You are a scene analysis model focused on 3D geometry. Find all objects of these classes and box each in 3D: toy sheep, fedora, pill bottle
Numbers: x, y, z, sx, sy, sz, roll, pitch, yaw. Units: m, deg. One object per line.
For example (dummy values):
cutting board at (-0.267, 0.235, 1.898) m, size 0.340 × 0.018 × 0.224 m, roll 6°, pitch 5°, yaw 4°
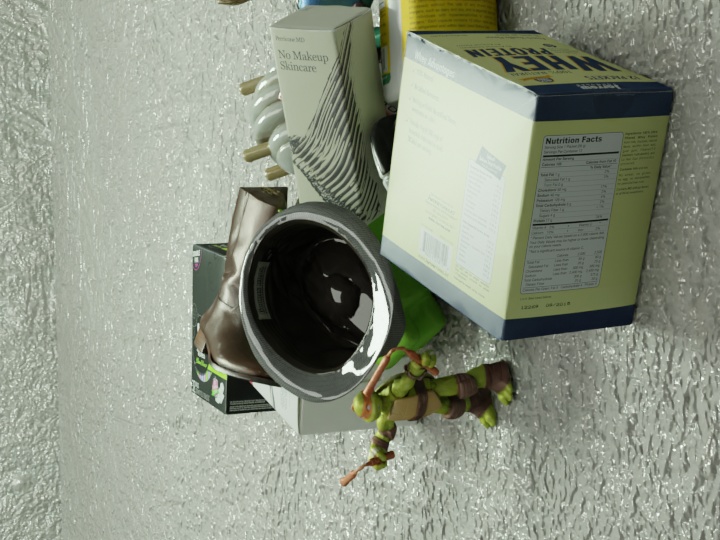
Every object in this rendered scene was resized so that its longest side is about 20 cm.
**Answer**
toy sheep at (-0.063, -0.168, 1.710) m, size 0.138 × 0.137 × 0.201 m, roll 129°, pitch 138°, yaw -58°
fedora at (-0.023, 0.029, 1.466) m, size 0.200 × 0.090 × 0.178 m, roll 35°, pitch 107°, yaw 34°
pill bottle at (0.072, -0.259, 1.454) m, size 0.113 × 0.112 × 0.202 m, roll 174°, pitch 93°, yaw -68°

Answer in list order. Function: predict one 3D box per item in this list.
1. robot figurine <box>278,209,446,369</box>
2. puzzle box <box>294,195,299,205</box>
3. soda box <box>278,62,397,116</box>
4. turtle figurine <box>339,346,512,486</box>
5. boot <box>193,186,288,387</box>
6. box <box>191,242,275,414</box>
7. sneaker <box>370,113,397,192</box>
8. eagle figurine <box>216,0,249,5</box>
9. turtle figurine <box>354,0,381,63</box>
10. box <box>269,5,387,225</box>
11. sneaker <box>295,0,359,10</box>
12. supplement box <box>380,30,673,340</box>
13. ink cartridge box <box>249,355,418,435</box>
robot figurine at (0.000, 0.000, 1.599) m, size 0.200 × 0.175 × 0.116 m, roll 53°, pitch 139°, yaw 10°
puzzle box at (-0.082, -0.017, 1.808) m, size 0.200 × 0.025 × 0.134 m, roll 104°, pitch -169°, yaw -76°
soda box at (0.016, -0.158, 1.535) m, size 0.200 × 0.068 × 0.064 m, roll 36°, pitch 133°, yaw 20°
turtle figurine at (0.054, 0.128, 1.466) m, size 0.065 × 0.160 × 0.201 m, roll -115°, pitch 31°, yaw -41°
boot at (-0.108, 0.010, 1.643) m, size 0.186 × 0.064 × 0.201 m, roll 28°, pitch 99°, yaw 56°
box at (-0.140, 0.069, 1.984) m, size 0.148 × 0.124 × 0.202 m, roll -162°, pitch 73°, yaw -65°
sneaker at (0.065, -0.046, 1.469) m, size 0.200 × 0.075 × 0.116 m, roll 54°, pitch 156°, yaw 8°
eagle figurine at (-0.082, -0.375, 1.790) m, size 0.151 × 0.152 × 0.200 m, roll 42°, pitch 161°, yaw 11°
turtle figurine at (0.007, -0.235, 1.638) m, size 0.200 × 0.100 × 0.151 m, roll 32°, pitch 135°, yaw 51°
box at (-0.023, -0.147, 1.473) m, size 0.082 × 0.068 × 0.201 m, roll 8°, pitch 120°, yaw 34°
sneaker at (0.015, -0.317, 1.549) m, size 0.200 × 0.078 × 0.090 m, roll -46°, pitch 55°, yaw 12°
supplement box at (0.130, -0.077, 1.272) m, size 0.200 × 0.133 × 0.201 m, roll 37°, pitch 126°, yaw 53°
ink cartridge box at (-0.035, 0.105, 1.701) m, size 0.200 × 0.146 × 0.083 m, roll -143°, pitch 54°, yaw -63°
